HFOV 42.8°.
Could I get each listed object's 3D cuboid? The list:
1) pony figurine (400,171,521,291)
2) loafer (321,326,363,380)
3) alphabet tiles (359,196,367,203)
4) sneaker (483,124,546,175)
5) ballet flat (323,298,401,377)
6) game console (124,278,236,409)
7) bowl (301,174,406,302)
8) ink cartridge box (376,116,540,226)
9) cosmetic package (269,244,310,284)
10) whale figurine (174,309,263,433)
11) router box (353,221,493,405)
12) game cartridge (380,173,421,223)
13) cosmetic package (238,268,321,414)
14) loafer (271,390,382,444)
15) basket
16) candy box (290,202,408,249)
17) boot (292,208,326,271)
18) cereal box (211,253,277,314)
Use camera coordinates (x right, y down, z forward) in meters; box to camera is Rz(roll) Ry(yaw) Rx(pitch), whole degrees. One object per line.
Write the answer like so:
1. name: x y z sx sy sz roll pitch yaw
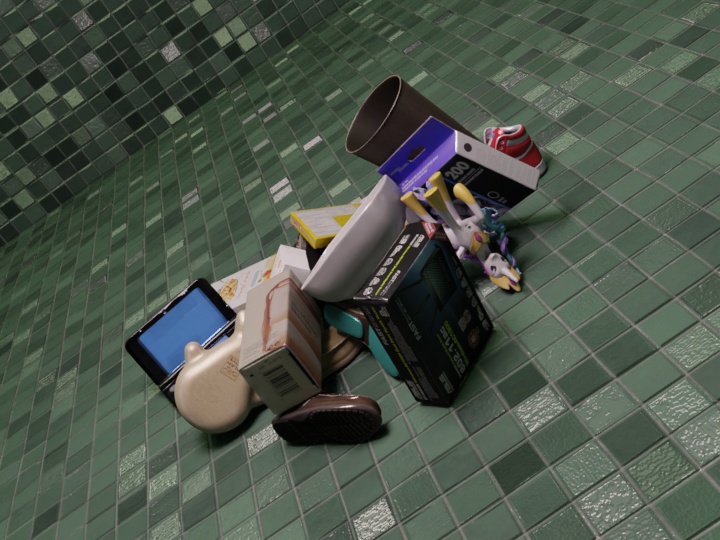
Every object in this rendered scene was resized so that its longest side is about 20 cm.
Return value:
1. pony figurine: 0.150 -0.049 1.393 0.166 0.201 0.193 -42 13 -13
2. loafer: -0.070 0.133 1.458 0.200 0.068 0.076 -44 28 -17
3. alphabet tiles: 0.030 -0.111 1.790 0.199 0.015 0.197 -25 28 27
4. sneaker: 0.212 -0.170 1.564 0.199 0.113 0.071 -33 26 -4
5. ballet flat: 0.025 0.088 1.399 0.075 0.069 0.199 -22 37 -31
6. game console: -0.309 0.132 1.688 0.200 0.117 0.175 -42 27 -13
7. bowl: 0.002 -0.043 1.436 0.201 0.074 0.200 -52 5 20
8. ink cartridge box: 0.145 -0.140 1.438 0.198 0.198 0.044 -40 30 59
9. cosmetic package: -0.139 0.066 1.541 0.083 0.050 0.202 -114 40 -63
10. whale figurine: -0.216 0.165 1.494 0.201 0.158 0.104 -59 7 -9
11. router box: 0.091 0.058 1.236 0.062 0.201 0.150 1 43 43
12. game cartridge: 0.095 -0.179 1.673 0.041 0.134 0.201 -21 28 29
13. cosmetic package: -0.116 0.102 1.374 0.087 0.104 0.201 -29 30 14
14. loafer: -0.046 0.198 1.314 0.198 0.073 0.071 -11 36 40
15. basket: 0.100 -0.210 1.519 0.180 0.198 0.137 -18 48 64
16. candy box: -0.016 -0.084 1.634 0.198 0.027 0.102 -10 33 -28
17. boot: -0.115 -0.006 1.678 0.150 0.073 0.202 -43 30 42
18. cereal box: -0.237 0.048 1.828 0.198 0.040 0.145 -24 28 23
